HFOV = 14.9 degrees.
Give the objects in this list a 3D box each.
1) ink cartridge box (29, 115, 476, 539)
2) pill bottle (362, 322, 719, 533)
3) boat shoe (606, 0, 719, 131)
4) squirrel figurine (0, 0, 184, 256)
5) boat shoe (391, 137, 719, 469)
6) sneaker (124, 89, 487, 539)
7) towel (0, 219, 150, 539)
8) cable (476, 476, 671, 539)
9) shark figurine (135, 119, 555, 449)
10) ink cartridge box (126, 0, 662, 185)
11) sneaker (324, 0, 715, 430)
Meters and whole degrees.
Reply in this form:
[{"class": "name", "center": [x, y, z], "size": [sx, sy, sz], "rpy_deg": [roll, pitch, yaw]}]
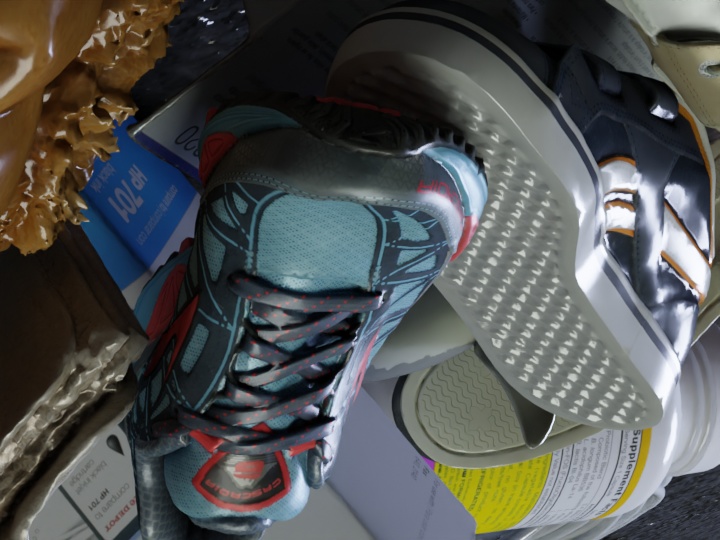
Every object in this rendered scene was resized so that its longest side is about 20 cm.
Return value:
[{"class": "ink cartridge box", "center": [-0.080, 0.067, 0.919], "size": [0.146, 0.200, 0.086], "rpy_deg": [-37, -171, 18]}, {"class": "pill bottle", "center": [0.066, 0.060, 1.190], "size": [0.200, 0.104, 0.104], "rpy_deg": [-4, 156, -32]}, {"class": "boat shoe", "center": [0.111, -0.082, 0.781], "size": [0.075, 0.068, 0.200], "rpy_deg": [-39, 156, 14]}, {"class": "squirrel figurine", "center": [-0.115, -0.030, 0.701], "size": [0.200, 0.141, 0.187], "rpy_deg": [-31, 133, -49]}, {"class": "boat shoe", "center": [0.089, 0.017, 1.082], "size": [0.200, 0.072, 0.068], "rpy_deg": [-35, -172, -26]}, {"class": "sneaker", "center": [-0.019, 0.025, 0.754], "size": [0.079, 0.096, 0.200], "rpy_deg": [12, 153, -9]}, {"class": "towel", "center": [-0.148, 0.059, 0.800], "size": [0.200, 0.133, 0.034], "rpy_deg": [-44, 127, 7]}, {"class": "cable", "center": [0.052, 0.105, 1.350], "size": [0.200, 0.069, 0.200], "rpy_deg": [-10, 160, -19]}, {"class": "shark figurine", "center": [-0.014, 0.014, 0.994], "size": [0.214, 0.128, 0.089], "rpy_deg": [-5, 169, -25]}, {"class": "ink cartridge box", "center": [0.041, -0.086, 0.822], "size": [0.200, 0.043, 0.196], "rpy_deg": [-35, 157, 10]}, {"class": "sneaker", "center": [0.051, -0.033, 0.800], "size": [0.078, 0.080, 0.200], "rpy_deg": [10, 154, 27]}]
